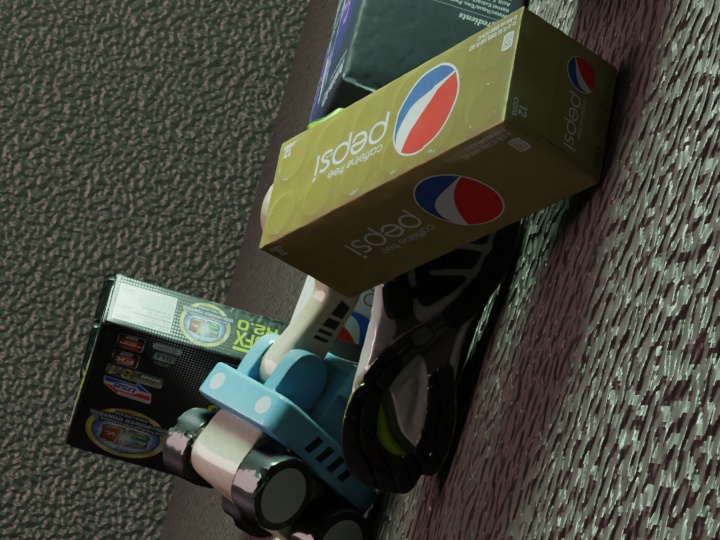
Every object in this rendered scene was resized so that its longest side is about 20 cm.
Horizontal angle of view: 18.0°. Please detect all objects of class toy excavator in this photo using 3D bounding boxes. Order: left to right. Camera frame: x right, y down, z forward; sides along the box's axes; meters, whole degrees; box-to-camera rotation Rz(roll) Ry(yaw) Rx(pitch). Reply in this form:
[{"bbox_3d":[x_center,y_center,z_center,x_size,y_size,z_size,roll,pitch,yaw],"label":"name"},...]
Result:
[{"bbox_3d":[-0.035,0.060,1.419,0.100,0.195,0.201,22,72,47],"label":"toy excavator"}]

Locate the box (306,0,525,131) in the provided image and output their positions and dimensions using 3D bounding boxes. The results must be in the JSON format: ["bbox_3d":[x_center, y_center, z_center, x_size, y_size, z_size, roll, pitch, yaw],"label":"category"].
[{"bbox_3d":[0.043,-0.167,1.472,0.148,0.103,0.201,124,161,-67],"label":"box"}]

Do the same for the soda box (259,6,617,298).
[{"bbox_3d":[0.035,-0.053,1.128,0.199,0.064,0.068,-26,44,49],"label":"soda box"}]

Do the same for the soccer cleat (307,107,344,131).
[{"bbox_3d":[0.018,-0.053,1.338,0.082,0.067,0.200,66,-170,10],"label":"soccer cleat"}]

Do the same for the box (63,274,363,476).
[{"bbox_3d":[-0.097,0.091,1.601,0.161,0.198,0.045,116,168,-50],"label":"box"}]

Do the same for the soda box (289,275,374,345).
[{"bbox_3d":[0.000,0.000,1.603,0.068,0.063,0.201,-82,11,-50],"label":"soda box"}]

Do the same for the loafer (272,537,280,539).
[{"bbox_3d":[-0.055,0.247,1.475,0.063,0.071,0.201,125,164,-48],"label":"loafer"}]

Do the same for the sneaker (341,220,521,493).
[{"bbox_3d":[0.035,0.017,1.253,0.081,0.073,0.201,-88,17,-79],"label":"sneaker"}]

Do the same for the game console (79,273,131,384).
[{"bbox_3d":[-0.142,0.084,1.992,0.117,0.198,0.177,113,170,-50],"label":"game console"}]
